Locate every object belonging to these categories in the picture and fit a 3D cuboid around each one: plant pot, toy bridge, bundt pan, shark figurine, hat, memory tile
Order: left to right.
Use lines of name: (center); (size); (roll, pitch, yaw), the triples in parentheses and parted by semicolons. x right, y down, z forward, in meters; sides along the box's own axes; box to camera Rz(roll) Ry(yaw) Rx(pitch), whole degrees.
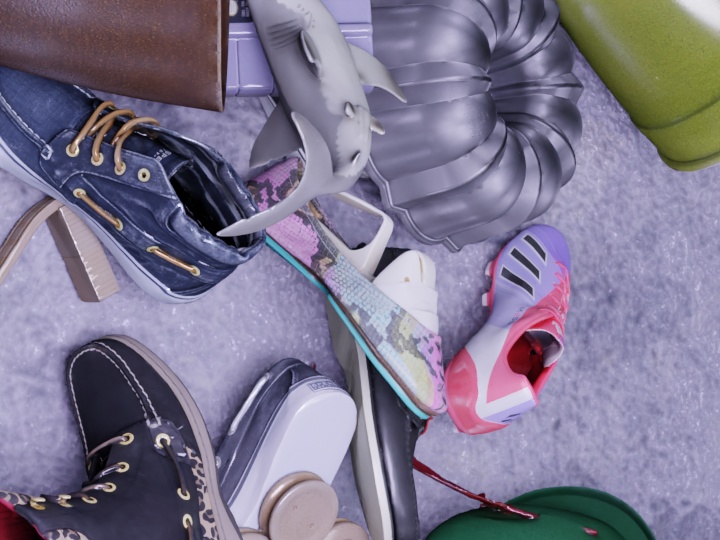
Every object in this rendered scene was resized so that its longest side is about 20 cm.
plant pot: (-0.171, -0.181, 1.127); (0.199, 0.187, 0.188); (1, 92, -2)
toy bridge: (-0.167, -0.014, 1.235); (0.200, 0.027, 0.067); (-30, 107, -31)
memory tile: (-0.044, 0.228, 1.294); (0.153, 0.017, 0.200); (-41, 130, -13)
shark figurine: (-0.035, -0.077, 1.172); (0.128, 0.089, 0.215); (39, 27, -35)
hat: (0.067, 0.175, 1.316); (0.176, 0.200, 0.166); (44, 57, -43)
bundt pan: (0.079, -0.115, 1.342); (0.202, 0.076, 0.203); (14, 73, -53)
plant pot: (0.209, -0.204, 1.414); (0.193, 0.200, 0.201); (38, 70, -18)

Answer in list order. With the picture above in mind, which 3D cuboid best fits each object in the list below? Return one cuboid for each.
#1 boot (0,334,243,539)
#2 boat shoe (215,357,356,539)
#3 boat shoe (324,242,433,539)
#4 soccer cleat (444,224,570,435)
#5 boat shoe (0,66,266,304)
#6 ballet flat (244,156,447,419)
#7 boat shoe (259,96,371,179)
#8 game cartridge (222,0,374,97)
boot: (-0.150, 0.128, 1.167); (0.150, 0.073, 0.200); (-1, 63, -52)
boat shoe: (-0.075, 0.148, 1.287); (0.072, 0.068, 0.200); (18, 101, -41)
boat shoe: (0.019, 0.076, 1.306); (0.063, 0.074, 0.202); (-2, 66, -12)
soccer cleat: (0.113, 0.035, 1.381); (0.067, 0.076, 0.200); (59, 39, -21)
boat shoe: (-0.140, -0.069, 1.190); (0.200, 0.091, 0.071); (43, 55, -12)
ballet flat: (0.000, 0.000, 1.263); (0.071, 0.200, 0.069); (-44, 152, 2)
boat shoe: (-0.042, -0.143, 1.296); (0.071, 0.064, 0.200); (-44, 116, -26)
game cartridge: (-0.060, -0.204, 1.247); (0.129, 0.038, 0.201); (-2, 83, -14)
